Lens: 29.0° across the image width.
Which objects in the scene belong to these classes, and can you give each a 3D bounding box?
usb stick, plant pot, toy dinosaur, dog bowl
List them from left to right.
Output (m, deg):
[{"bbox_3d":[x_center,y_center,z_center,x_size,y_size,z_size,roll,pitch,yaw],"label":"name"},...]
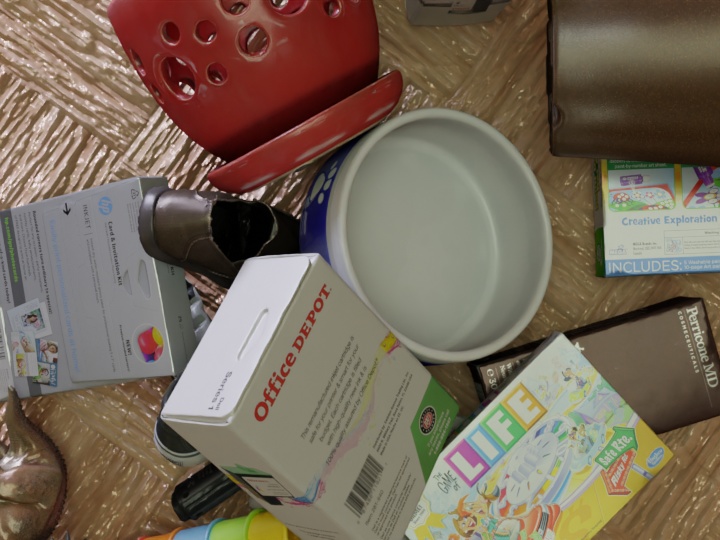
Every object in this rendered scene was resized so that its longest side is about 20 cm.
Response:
[{"bbox_3d":[-0.278,0.201,1.152,0.134,0.086,0.202,14,85,-1],"label":"toy dinosaur"},{"bbox_3d":[-0.073,-0.174,1.109,0.199,0.200,0.184,-29,98,-1],"label":"plant pot"},{"bbox_3d":[-0.071,0.145,1.169,0.199,0.055,0.033,-34,101,-1],"label":"usb stick"},{"bbox_3d":[0.053,-0.024,1.122,0.198,0.079,0.203,4,81,-28],"label":"dog bowl"},{"bbox_3d":[0.243,-0.167,1.080,0.196,0.200,0.203,0,89,6],"label":"plant pot"}]

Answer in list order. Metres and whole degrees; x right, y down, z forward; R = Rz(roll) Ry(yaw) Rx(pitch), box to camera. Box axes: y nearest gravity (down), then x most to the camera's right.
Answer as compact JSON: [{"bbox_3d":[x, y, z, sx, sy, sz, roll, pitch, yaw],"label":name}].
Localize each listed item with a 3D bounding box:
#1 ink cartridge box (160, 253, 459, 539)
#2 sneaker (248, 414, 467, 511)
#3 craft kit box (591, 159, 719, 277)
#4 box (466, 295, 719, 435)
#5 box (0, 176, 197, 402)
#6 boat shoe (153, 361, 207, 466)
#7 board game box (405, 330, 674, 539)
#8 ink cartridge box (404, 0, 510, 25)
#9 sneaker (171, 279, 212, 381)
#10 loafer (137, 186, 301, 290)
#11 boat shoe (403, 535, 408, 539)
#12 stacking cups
[{"bbox_3d":[-0.032,0.104,1.034,0.200,0.083,0.146,47,58,-34],"label":"ink cartridge box"},{"bbox_3d":[0.008,0.156,1.167,0.198,0.074,0.117,5,86,-9],"label":"sneaker"},{"bbox_3d":[0.296,-0.097,1.187,0.197,0.049,0.200,-2,92,-1],"label":"craft kit box"},{"bbox_3d":[0.199,0.097,1.167,0.198,0.075,0.101,-17,90,-3],"label":"box"},{"bbox_3d":[-0.231,0.019,1.129,0.198,0.041,0.158,-11,89,31],"label":"box"},{"bbox_3d":[-0.086,0.067,1.077,0.068,0.057,0.200,29,55,15],"label":"boat shoe"},{"bbox_3d":[0.132,0.167,1.111,0.200,0.034,0.135,-44,92,-2],"label":"board game box"},{"bbox_3d":[0.083,-0.286,1.106,0.084,0.200,0.148,-3,89,-7],"label":"ink cartridge box"},{"bbox_3d":[-0.142,0.070,1.162,0.200,0.091,0.066,40,60,22],"label":"sneaker"},{"bbox_3d":[-0.091,-0.021,1.106,0.070,0.199,0.074,1,86,31],"label":"loafer"},{"bbox_3d":[-0.049,0.267,1.136,0.198,0.061,0.074,-22,120,18],"label":"boat shoe"},{"bbox_3d":[-0.125,0.235,1.128,0.198,0.060,0.061,-18,89,26],"label":"stacking cups"}]
